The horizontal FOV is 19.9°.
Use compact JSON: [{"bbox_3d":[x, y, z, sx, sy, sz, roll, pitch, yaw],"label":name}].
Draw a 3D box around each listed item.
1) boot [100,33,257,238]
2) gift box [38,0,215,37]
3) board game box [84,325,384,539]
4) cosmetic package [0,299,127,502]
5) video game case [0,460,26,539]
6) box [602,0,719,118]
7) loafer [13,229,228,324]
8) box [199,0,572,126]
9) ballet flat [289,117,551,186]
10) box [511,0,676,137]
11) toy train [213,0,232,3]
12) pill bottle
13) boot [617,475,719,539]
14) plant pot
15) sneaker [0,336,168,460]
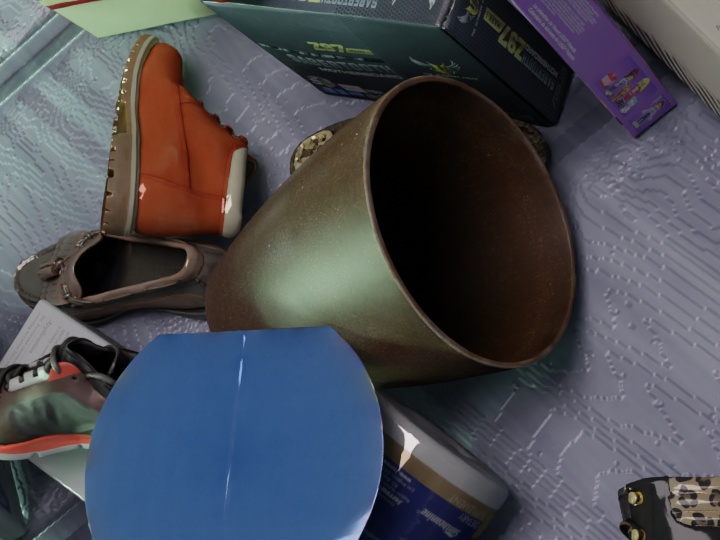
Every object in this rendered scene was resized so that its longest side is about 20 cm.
[{"bbox_3d":[-0.128,-0.094,1.476,0.107,0.075,0.200,5,44,-8],"label":"boot"},{"bbox_3d":[-0.166,-0.301,1.512,0.187,0.185,0.200,-5,74,33],"label":"gift box"},{"bbox_3d":[-0.070,0.116,1.232,0.200,0.039,0.158,-4,70,24],"label":"board game box"},{"bbox_3d":[-0.167,0.110,1.409,0.200,0.074,0.102,31,88,35],"label":"cosmetic package"},{"bbox_3d":[-0.298,0.075,1.430,0.022,0.200,0.182,-23,58,5],"label":"video game case"},{"bbox_3d":[0.220,-0.164,1.264,0.082,0.068,0.200,-29,53,-9],"label":"box"},{"bbox_3d":[-0.176,-0.002,1.466,0.200,0.063,0.072,0,71,32],"label":"loafer"},{"bbox_3d":[0.018,-0.156,1.348,0.200,0.158,0.051,11,76,35],"label":"box"},{"bbox_3d":[0.032,-0.079,1.376,0.200,0.046,0.067,2,71,33],"label":"ballet flat"},{"bbox_3d":[0.113,-0.178,1.269,0.039,0.200,0.137,-39,54,10],"label":"box"},{"bbox_3d":[-0.047,-0.264,1.314,0.200,0.085,0.116,-32,31,0],"label":"toy train"},{"bbox_3d":[-0.009,0.181,1.252,0.111,0.111,0.200,38,93,37],"label":"pill bottle"},{"bbox_3d":[0.158,0.198,1.161,0.200,0.073,0.151,-9,67,26],"label":"boot"},{"bbox_3d":[0.000,0.000,1.297,0.200,0.187,0.187,-24,58,40],"label":"plant pot"},{"bbox_3d":[-0.190,0.071,1.320,0.200,0.082,0.077,2,38,15],"label":"sneaker"}]
